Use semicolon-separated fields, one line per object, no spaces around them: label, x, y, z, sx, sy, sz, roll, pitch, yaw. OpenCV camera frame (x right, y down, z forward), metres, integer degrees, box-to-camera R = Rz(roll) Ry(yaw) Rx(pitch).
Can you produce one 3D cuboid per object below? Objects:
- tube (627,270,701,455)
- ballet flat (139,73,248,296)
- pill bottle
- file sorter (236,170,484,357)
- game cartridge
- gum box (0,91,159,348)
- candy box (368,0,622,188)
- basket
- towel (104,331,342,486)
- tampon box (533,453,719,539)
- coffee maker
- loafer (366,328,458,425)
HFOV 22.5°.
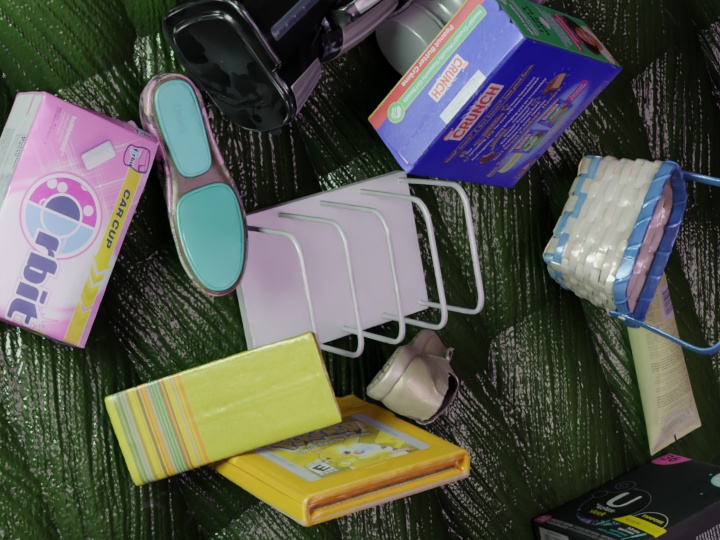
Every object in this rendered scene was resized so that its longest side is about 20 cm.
tube;0.318;0.095;1.937;0.058;0.052;0.200;-12;110;11
ballet flat;-0.149;-0.076;1.597;0.069;0.071;0.200;-18;94;-18
pill bottle;0.109;-0.267;1.724;0.200;0.111;0.111;-44;116;-21
file sorter;0.000;0.000;1.673;0.200;0.124;0.139;-18;105;-31
game cartridge;-0.029;0.163;1.624;0.176;0.200;0.033;-13;111;-32
gum box;-0.261;-0.048;1.533;0.113;0.066;0.200;24;82;-31
candy box;0.126;-0.165;1.680;0.169;0.077;0.200;-48;156;22
basket;0.300;-0.027;1.818;0.177;0.200;0.139;-64;153;-11
towel;-0.121;0.122;1.590;0.200;0.018;0.086;-18;94;10
tampon box;0.311;0.293;1.887;0.200;0.150;0.127;-22;107;-30
coffee maker;-0.077;-0.248;1.589;0.192;0.135;0.200;44;54;-1
loafer;0.055;0.106;1.692;0.068;0.200;0.076;42;102;6
